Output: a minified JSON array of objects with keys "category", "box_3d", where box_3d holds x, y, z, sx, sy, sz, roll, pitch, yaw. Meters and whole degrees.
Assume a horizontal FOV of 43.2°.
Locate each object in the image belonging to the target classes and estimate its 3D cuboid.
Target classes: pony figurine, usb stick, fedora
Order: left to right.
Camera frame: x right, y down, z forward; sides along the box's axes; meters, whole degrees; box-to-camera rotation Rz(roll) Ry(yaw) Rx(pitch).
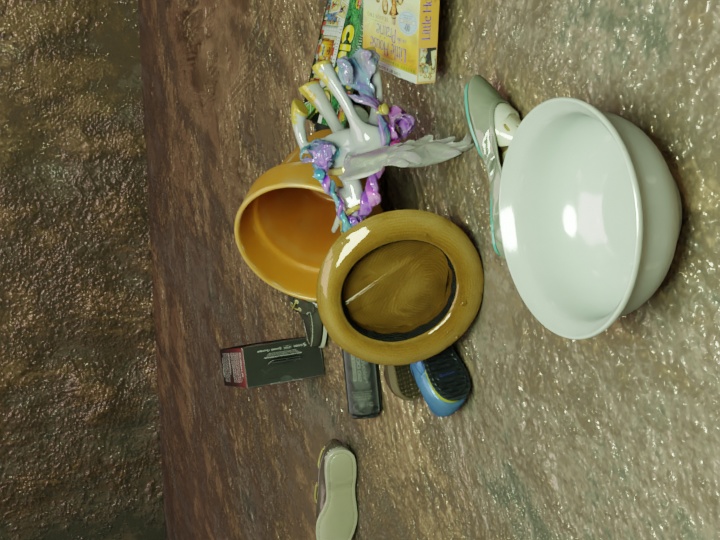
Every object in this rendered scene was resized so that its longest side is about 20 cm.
[{"category":"usb stick","box_3d":[-0.001,0.126,1.393,0.033,0.055,0.201,-36,-59,-83]},{"category":"pony figurine","box_3d":[0.008,-0.149,1.051,0.192,0.166,0.201,-21,87,40]},{"category":"fedora","box_3d":[0.044,0.014,1.088,0.082,0.199,0.202,-99,8,-75]}]

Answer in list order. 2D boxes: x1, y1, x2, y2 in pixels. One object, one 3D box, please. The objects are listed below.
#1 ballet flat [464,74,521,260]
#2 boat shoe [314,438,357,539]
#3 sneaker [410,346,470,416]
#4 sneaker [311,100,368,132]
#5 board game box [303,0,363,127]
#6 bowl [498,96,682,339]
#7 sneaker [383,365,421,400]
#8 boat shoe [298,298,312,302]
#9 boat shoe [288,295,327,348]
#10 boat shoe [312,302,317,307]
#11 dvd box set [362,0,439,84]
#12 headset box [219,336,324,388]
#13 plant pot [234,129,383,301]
[{"category":"ballet flat","box_3d":[0.158,-0.110,0.935,0.063,0.067,0.201,-14,84,40]},{"category":"boat shoe","box_3d":[-0.045,0.388,1.559,0.060,0.071,0.201,-139,50,-67]},{"category":"sneaker","box_3d":[0.080,0.090,1.162,0.079,0.066,0.201,115,142,-59]},{"category":"sneaker","box_3d":[-0.043,-0.186,1.390,0.099,0.070,0.201,-116,35,-43]},{"category":"board game box","box_3d":[-0.033,-0.308,1.300,0.105,0.023,0.201,26,105,53]},{"category":"bowl","box_3d":[0.206,-0.047,0.774,0.201,0.090,0.202,172,90,-68]},{"category":"sneaker","box_3d":[0.044,0.075,1.240,0.075,0.070,0.201,-172,77,-68]},{"category":"boat shoe","box_3d":[-0.078,-0.027,1.435,0.075,0.075,0.203,-32,35,40]},{"category":"boat shoe","box_3d":[-0.098,0.038,1.594,0.072,0.060,0.203,-179,83,-68]},{"category":"boat shoe","box_3d":[-0.050,0.038,1.467,0.074,0.066,0.201,110,146,-49]},{"category":"dvd box set","box_3d":[0.046,-0.333,1.068,0.146,0.029,0.201,-138,44,-55]},{"category":"headset box","box_3d":[-0.163,0.168,1.678,0.200,0.148,0.078,162,99,-69]},{"category":"plant pot","box_3d":[-0.051,-0.092,1.251,0.184,0.199,0.201,-73,-1,-46]}]
